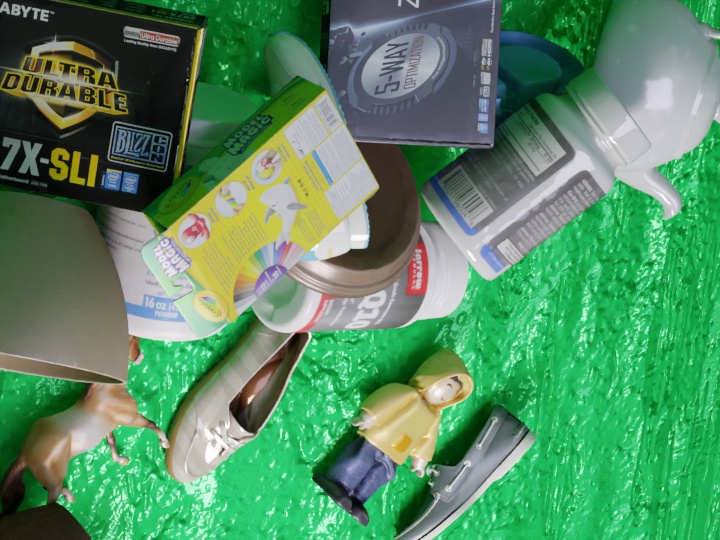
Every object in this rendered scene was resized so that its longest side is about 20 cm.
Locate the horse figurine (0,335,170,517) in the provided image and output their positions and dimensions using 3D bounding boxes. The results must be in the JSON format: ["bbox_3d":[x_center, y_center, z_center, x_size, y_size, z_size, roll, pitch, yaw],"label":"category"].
[{"bbox_3d":[-0.255,0.156,1.690,0.200,0.050,0.133,-38,136,-22],"label":"horse figurine"}]

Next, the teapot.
[{"bbox_3d":[0.301,-0.185,1.862,0.200,0.145,0.198,88,20,-70],"label":"teapot"}]

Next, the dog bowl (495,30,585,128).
[{"bbox_3d":[0.124,-0.178,1.798,0.199,0.111,0.050,-12,132,-35],"label":"dog bowl"}]

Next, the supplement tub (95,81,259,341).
[{"bbox_3d":[-0.162,-0.053,1.606,0.131,0.132,0.201,-7,116,-37],"label":"supplement tub"}]

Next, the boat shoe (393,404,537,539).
[{"bbox_3d":[0.102,0.228,2.025,0.200,0.073,0.062,-42,89,-6],"label":"boat shoe"}]

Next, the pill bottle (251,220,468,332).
[{"bbox_3d":[0.000,0.000,1.776,0.199,0.114,0.114,-1,112,-39],"label":"pill bottle"}]

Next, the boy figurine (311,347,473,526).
[{"bbox_3d":[0.043,0.169,1.932,0.200,0.064,0.124,-47,130,-7],"label":"boy figurine"}]

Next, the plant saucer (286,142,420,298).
[{"bbox_3d":[-0.023,-0.073,1.694,0.199,0.029,0.201,15,62,-29],"label":"plant saucer"}]

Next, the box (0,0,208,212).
[{"bbox_3d":[-0.232,-0.140,1.486,0.199,0.049,0.160,11,110,-1],"label":"box"}]

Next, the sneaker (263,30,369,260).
[{"bbox_3d":[-0.054,-0.107,1.601,0.080,0.076,0.201,-16,90,-12],"label":"sneaker"}]

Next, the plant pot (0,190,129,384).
[{"bbox_3d":[-0.277,0.010,1.518,0.200,0.200,0.135,17,80,-43],"label":"plant pot"}]

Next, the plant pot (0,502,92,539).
[{"bbox_3d":[-0.320,0.295,1.612,0.200,0.187,0.188,-36,130,-22],"label":"plant pot"}]

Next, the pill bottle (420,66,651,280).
[{"bbox_3d":[0.166,-0.093,1.745,0.200,0.114,0.114,-37,133,7],"label":"pill bottle"}]

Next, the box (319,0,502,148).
[{"bbox_3d":[0.045,-0.213,1.675,0.159,0.044,0.201,3,94,-13],"label":"box"}]

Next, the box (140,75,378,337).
[{"bbox_3d":[-0.088,-0.049,1.507,0.200,0.048,0.118,-43,131,-16],"label":"box"}]

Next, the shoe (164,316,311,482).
[{"bbox_3d":[-0.116,0.122,1.782,0.070,0.053,0.200,38,86,-43],"label":"shoe"}]
